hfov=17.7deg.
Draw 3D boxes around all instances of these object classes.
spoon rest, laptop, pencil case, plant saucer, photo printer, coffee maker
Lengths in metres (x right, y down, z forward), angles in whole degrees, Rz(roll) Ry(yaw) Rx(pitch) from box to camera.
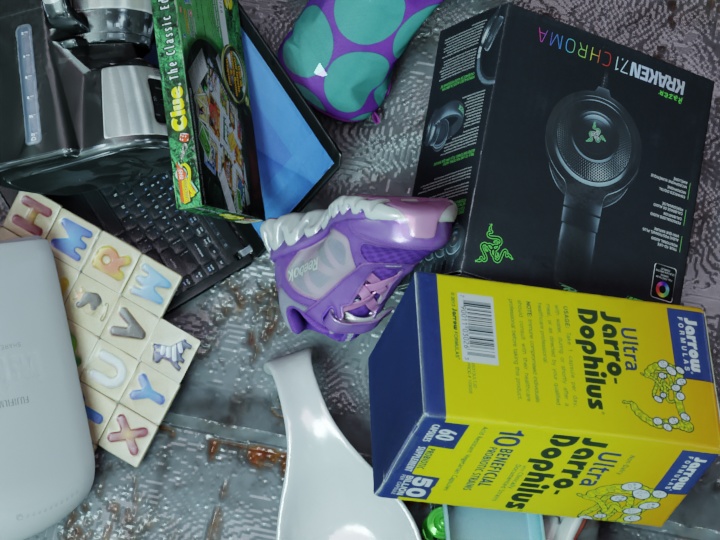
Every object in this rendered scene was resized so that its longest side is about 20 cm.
[{"bbox_3d":[-0.023,0.146,1.566,0.099,0.061,0.201,-19,74,-1],"label":"spoon rest"},{"bbox_3d":[-0.142,-0.078,1.608,0.200,0.103,0.178,-31,75,-13],"label":"laptop"},{"bbox_3d":[0.027,-0.199,1.595,0.092,0.085,0.200,24,119,-27],"label":"pencil case"},{"bbox_3d":[0.080,0.113,1.528,0.070,0.019,0.201,6,57,-17],"label":"plant saucer"},{"bbox_3d":[-0.257,0.083,1.533,0.069,0.166,0.201,-13,87,35],"label":"photo printer"},{"bbox_3d":[-0.210,-0.155,1.580,0.192,0.134,0.201,-14,78,44],"label":"coffee maker"}]

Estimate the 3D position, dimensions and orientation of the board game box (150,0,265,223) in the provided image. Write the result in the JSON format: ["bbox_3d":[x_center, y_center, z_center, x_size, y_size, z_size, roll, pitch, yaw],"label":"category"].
[{"bbox_3d":[-0.104,-0.134,1.542,0.023,0.105,0.201,-11,81,23],"label":"board game box"}]

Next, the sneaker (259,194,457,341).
[{"bbox_3d":[0.000,0.000,1.506,0.080,0.200,0.089,5,80,-27],"label":"sneaker"}]

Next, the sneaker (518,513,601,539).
[{"bbox_3d":[0.126,0.196,1.544,0.077,0.082,0.201,-2,53,22],"label":"sneaker"}]

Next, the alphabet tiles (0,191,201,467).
[{"bbox_3d":[-0.216,0.045,1.608,0.199,0.006,0.167,29,97,11],"label":"alphabet tiles"}]

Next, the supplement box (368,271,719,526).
[{"bbox_3d":[0.116,0.084,1.479,0.199,0.109,0.110,7,55,-14],"label":"supplement box"}]

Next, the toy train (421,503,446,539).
[{"bbox_3d":[0.064,0.095,1.585,0.056,0.042,0.201,-3,75,-8],"label":"toy train"}]

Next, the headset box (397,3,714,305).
[{"bbox_3d":[0.130,-0.052,1.552,0.174,0.093,0.201,18,75,-24],"label":"headset box"}]
